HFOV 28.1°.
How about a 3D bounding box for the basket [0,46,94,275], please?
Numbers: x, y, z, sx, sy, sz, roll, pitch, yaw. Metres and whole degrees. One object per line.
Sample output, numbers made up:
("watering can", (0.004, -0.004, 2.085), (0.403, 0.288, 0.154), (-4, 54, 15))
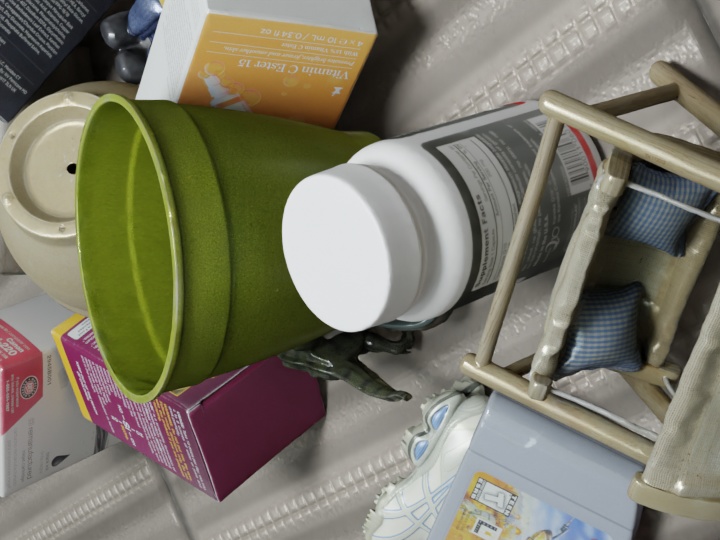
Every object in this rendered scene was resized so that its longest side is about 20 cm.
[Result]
("basket", (-0.304, -0.106, 1.329), (0.135, 0.179, 0.202), (8, 100, 42))

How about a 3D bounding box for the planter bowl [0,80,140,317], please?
("planter bowl", (-0.217, -0.070, 1.174), (0.198, 0.135, 0.202), (-3, 77, 12))

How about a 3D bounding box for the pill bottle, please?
("pill bottle", (0.054, -0.034, 0.908), (0.113, 0.199, 0.115), (21, 120, 42))

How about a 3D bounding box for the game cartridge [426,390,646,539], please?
("game cartridge", (0.119, 0.186, 1.010), (0.132, 0.042, 0.201), (28, 127, 12))

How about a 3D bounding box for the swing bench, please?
("swing bench", (0.188, 0.017, 0.833), (0.200, 0.129, 0.200), (37, 129, 33))

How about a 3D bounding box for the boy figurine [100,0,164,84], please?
("boy figurine", (-0.137, -0.219, 1.159), (0.200, 0.064, 0.125), (-31, 79, 53))

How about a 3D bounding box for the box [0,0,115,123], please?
("box", (-0.317, -0.268, 1.224), (0.196, 0.117, 0.200), (39, 86, 32))

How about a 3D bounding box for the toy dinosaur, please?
("toy dinosaur", (-0.008, 0.063, 1.103), (0.199, 0.088, 0.048), (19, 119, 42))

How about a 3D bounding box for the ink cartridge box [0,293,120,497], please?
("ink cartridge box", (-0.273, 0.099, 1.332), (0.084, 0.199, 0.147), (28, 125, 32))

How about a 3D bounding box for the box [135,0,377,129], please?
("box", (-0.083, -0.143, 1.044), (0.201, 0.123, 0.098), (118, 147, -49))

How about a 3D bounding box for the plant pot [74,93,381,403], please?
("plant pot", (-0.073, -0.025, 0.982), (0.200, 0.191, 0.202), (25, 118, 59))

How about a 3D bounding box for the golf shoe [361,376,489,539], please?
("golf shoe", (0.066, 0.180, 1.082), (0.097, 0.078, 0.201), (40, 133, 23))

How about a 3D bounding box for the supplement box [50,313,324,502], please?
("supplement box", (-0.147, 0.087, 1.227), (0.199, 0.131, 0.104), (23, 138, 42))

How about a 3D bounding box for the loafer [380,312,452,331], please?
("loafer", (0.000, 0.000, 1.106), (0.199, 0.063, 0.072), (19, 88, 39))
